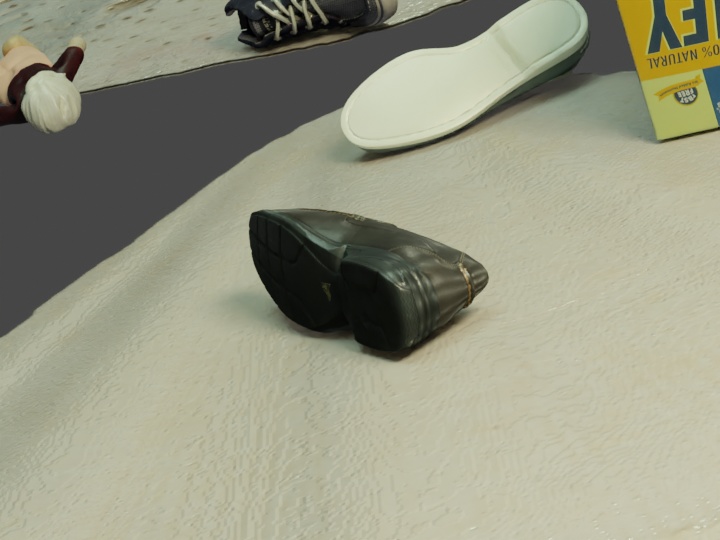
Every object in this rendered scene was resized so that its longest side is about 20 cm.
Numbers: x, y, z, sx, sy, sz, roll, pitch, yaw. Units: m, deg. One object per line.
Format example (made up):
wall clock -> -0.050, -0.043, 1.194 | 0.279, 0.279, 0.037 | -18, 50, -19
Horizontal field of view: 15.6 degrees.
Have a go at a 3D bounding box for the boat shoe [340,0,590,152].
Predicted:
boat shoe -> 0.080, -0.135, 1.953 | 0.200, 0.073, 0.062 | -28, -23, -5

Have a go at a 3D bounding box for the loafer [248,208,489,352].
loafer -> 0.000, 0.000, 1.626 | 0.072, 0.073, 0.200 | -19, 27, -29

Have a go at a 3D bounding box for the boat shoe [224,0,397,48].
boat shoe -> -0.046, -0.229, 2.297 | 0.093, 0.075, 0.200 | -33, 15, -19

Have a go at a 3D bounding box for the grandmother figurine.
grandmother figurine -> -0.292, -0.165, 2.368 | 0.121, 0.061, 0.200 | -48, 25, 0

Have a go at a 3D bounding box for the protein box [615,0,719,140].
protein box -> 0.251, -0.227, 1.794 | 0.135, 0.200, 0.199 | -12, 20, 19
